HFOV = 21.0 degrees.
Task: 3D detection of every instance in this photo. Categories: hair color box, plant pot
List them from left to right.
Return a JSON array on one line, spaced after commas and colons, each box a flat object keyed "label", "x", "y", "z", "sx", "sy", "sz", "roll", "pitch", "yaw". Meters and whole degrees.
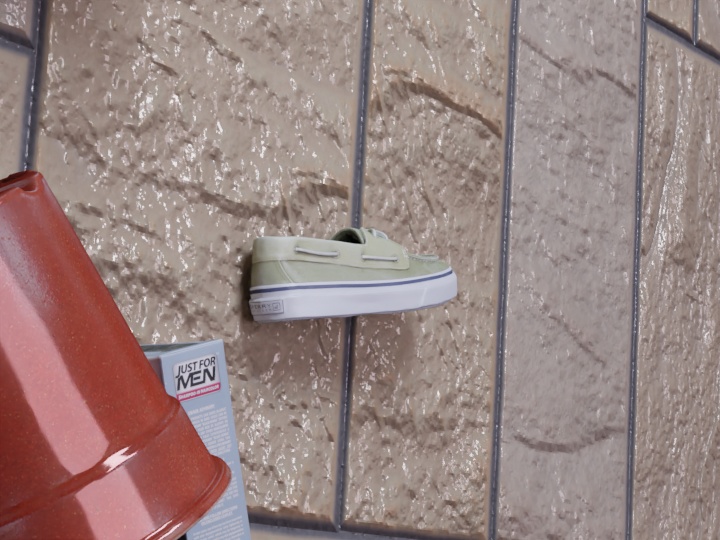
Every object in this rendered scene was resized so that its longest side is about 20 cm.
[{"label": "plant pot", "x": -0.198, "y": 0.063, "z": 1.035, "sx": 0.201, "sy": 0.200, "sz": 0.196, "roll": -36, "pitch": 107, "yaw": -48}, {"label": "hair color box", "x": -0.124, "y": 0.146, "z": 1.186, "sx": 0.061, "sy": 0.099, "sz": 0.201, "roll": -13, "pitch": 96, "yaw": -52}]

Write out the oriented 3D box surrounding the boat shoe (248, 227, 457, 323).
[{"label": "boat shoe", "x": 0.000, "y": 0.000, "z": 1.389, "sx": 0.200, "sy": 0.072, "sz": 0.062, "roll": -5, "pitch": 93, "yaw": -50}]
